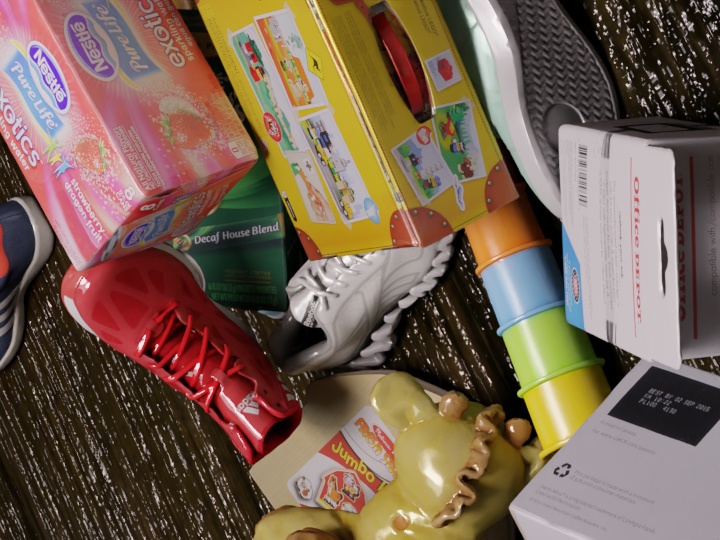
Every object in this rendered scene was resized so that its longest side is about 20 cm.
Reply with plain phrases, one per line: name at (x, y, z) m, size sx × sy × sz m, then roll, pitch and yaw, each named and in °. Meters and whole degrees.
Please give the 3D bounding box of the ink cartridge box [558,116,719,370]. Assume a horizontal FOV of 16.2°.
ink cartridge box at (0.165, -0.018, 1.345) m, size 0.200 × 0.067 × 0.117 m, roll -149°, pitch 55°, yaw -77°

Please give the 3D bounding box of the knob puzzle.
knob puzzle at (0.034, 0.149, 1.687) m, size 0.219 × 0.030 × 0.221 m, roll 15°, pitch 115°, yaw 35°

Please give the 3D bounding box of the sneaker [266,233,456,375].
sneaker at (0.000, 0.000, 1.640) m, size 0.075 × 0.081 × 0.201 m, roll 54°, pitch 138°, yaw 28°

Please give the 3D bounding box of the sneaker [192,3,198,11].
sneaker at (-0.058, -0.212, 1.639) m, size 0.082 × 0.078 × 0.201 m, roll 27°, pitch 126°, yaw 38°

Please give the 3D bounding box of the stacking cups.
stacking cups at (0.097, 0.013, 1.533) m, size 0.060 × 0.060 × 0.201 m, roll -40°, pitch 69°, yaw 52°

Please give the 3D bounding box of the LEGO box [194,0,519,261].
LEGO box at (-0.009, -0.113, 1.488) m, size 0.149 × 0.077 × 0.201 m, roll -6°, pitch 110°, yaw 63°

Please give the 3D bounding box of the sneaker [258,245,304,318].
sneaker at (-0.133, -0.036, 1.759) m, size 0.200 × 0.130 × 0.080 m, roll 54°, pitch 138°, yaw 24°

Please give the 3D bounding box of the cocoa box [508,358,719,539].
cocoa box at (0.206, 0.153, 1.344) m, size 0.199 × 0.133 × 0.132 m, roll 19°, pitch 146°, yaw 49°

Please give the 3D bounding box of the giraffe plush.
giraffe plush at (0.040, 0.149, 1.572) m, size 0.200 × 0.172 × 0.163 m, roll 29°, pitch 101°, yaw 58°

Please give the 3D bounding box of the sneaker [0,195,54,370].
sneaker at (-0.318, 0.018, 2.068) m, size 0.075 × 0.084 × 0.201 m, roll 52°, pitch 139°, yaw 27°

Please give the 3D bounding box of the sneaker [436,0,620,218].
sneaker at (0.079, -0.112, 1.497) m, size 0.118 × 0.073 × 0.202 m, roll -31°, pitch 81°, yaw 57°

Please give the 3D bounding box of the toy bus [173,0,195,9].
toy bus at (-0.149, -0.168, 1.775) m, size 0.200 × 0.078 × 0.066 m, roll -27°, pitch 82°, yaw 54°

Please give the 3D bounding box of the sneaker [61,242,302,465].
sneaker at (-0.099, 0.053, 1.616) m, size 0.079 × 0.200 × 0.115 m, roll -52°, pitch 50°, yaw 5°

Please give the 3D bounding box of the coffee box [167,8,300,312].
coffee box at (-0.105, -0.073, 1.669) m, size 0.122 × 0.044 × 0.201 m, roll 5°, pitch 117°, yaw 13°

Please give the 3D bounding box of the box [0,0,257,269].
box at (-0.163, -0.118, 1.548) m, size 0.103 × 0.094 × 0.201 m, roll -41°, pitch 75°, yaw 48°
